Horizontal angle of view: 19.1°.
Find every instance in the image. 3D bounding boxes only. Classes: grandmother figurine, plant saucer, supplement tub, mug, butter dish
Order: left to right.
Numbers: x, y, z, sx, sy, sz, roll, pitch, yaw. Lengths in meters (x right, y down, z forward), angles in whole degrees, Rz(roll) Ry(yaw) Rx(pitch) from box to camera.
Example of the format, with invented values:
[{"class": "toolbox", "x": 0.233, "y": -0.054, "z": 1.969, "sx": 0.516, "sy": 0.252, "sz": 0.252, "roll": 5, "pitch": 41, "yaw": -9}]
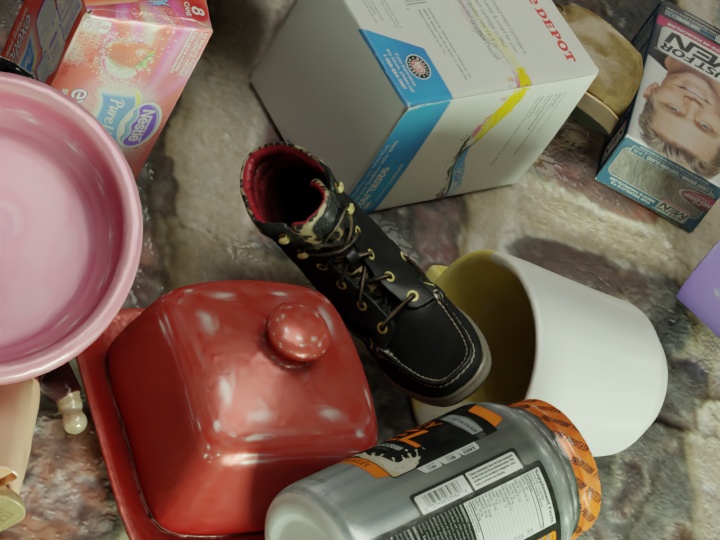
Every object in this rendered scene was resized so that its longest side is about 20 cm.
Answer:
[{"class": "plant saucer", "x": -0.238, "y": -0.024, "z": 1.345, "sx": 0.199, "sy": 0.051, "sz": 0.202, "roll": 3, "pitch": 75, "yaw": -9}, {"class": "grandmother figurine", "x": -0.227, "y": 0.069, "z": 1.377, "sx": 0.121, "sy": 0.060, "sz": 0.201, "roll": 34, "pitch": 42, "yaw": -30}, {"class": "butter dish", "x": -0.066, "y": 0.076, "z": 1.402, "sx": 0.198, "sy": 0.148, "sz": 0.201, "roll": 0, "pitch": 54, "yaw": -30}, {"class": "supplement tub", "x": 0.049, "y": 0.160, "z": 1.357, "sx": 0.199, "sy": 0.123, "sz": 0.123, "roll": -21, "pitch": 65, "yaw": -32}, {"class": "mug", "x": 0.135, "y": 0.055, "z": 1.549, "sx": 0.152, "sy": 0.149, "sz": 0.188, "roll": 10, "pitch": 55, "yaw": -34}]

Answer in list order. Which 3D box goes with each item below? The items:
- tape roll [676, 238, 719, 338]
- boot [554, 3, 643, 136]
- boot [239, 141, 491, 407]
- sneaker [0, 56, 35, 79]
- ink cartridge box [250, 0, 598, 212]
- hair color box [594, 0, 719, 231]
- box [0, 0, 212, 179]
[{"class": "tape roll", "x": 0.348, "y": -0.023, "z": 1.695, "sx": 0.085, "sy": 0.200, "sz": 0.200, "roll": 44, "pitch": 45, "yaw": 11}, {"class": "boot", "x": 0.147, "y": -0.200, "z": 1.797, "sx": 0.199, "sy": 0.074, "sz": 0.076, "roll": 35, "pitch": 88, "yaw": 2}, {"class": "boot", "x": 0.000, "y": 0.000, "z": 1.481, "sx": 0.151, "sy": 0.073, "sz": 0.200, "roll": 48, "pitch": 3, "yaw": -44}, {"class": "sneaker", "x": -0.267, "y": -0.059, "z": 1.404, "sx": 0.073, "sy": 0.080, "sz": 0.201, "roll": 26, "pitch": 55, "yaw": -25}, {"class": "ink cartridge box", "x": 0.049, "y": -0.151, "z": 1.665, "sx": 0.199, "sy": 0.145, "sz": 0.148, "roll": -12, "pitch": 61, "yaw": -37}, {"class": "hair color box", "x": 0.274, "y": -0.137, "z": 1.848, "sx": 0.100, "sy": 0.061, "sz": 0.201, "roll": 27, "pitch": 45, "yaw": -7}, {"class": "box", "x": -0.185, "y": -0.141, "z": 1.478, "sx": 0.094, "sy": 0.200, "sz": 0.103, "roll": 5, "pitch": 50, "yaw": -26}]
